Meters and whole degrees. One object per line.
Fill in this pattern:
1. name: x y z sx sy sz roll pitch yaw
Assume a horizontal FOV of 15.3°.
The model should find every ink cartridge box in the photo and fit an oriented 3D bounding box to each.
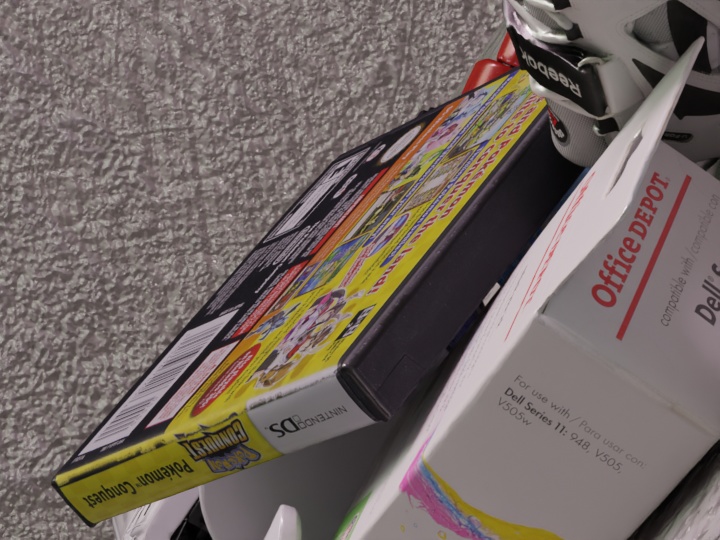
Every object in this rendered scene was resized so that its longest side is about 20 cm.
1. ink cartridge box: 0.066 0.037 0.823 0.200 0.067 0.117 -55 3 38

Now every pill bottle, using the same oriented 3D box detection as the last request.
1. pill bottle: -0.006 0.058 1.098 0.116 0.115 0.200 -55 4 14

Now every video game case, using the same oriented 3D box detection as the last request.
1. video game case: 0.000 0.000 0.937 0.180 0.026 0.200 -24 20 50

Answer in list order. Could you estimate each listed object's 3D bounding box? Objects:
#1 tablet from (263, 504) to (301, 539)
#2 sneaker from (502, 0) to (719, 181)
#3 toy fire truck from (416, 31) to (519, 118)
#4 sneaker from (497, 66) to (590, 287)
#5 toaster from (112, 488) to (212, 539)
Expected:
1. tablet: -0.040 0.165 0.930 0.200 0.014 0.131 114 159 -71
2. sneaker: 0.079 -0.074 0.841 0.089 0.199 0.074 -51 43 16
3. toy fire truck: 0.110 -0.096 1.174 0.176 0.128 0.201 -121 55 -87
4. sneaker: 0.103 -0.064 1.036 0.200 0.090 0.078 -56 3 -36
5. toaster: -0.049 0.106 1.412 0.201 0.113 0.129 -54 8 4
